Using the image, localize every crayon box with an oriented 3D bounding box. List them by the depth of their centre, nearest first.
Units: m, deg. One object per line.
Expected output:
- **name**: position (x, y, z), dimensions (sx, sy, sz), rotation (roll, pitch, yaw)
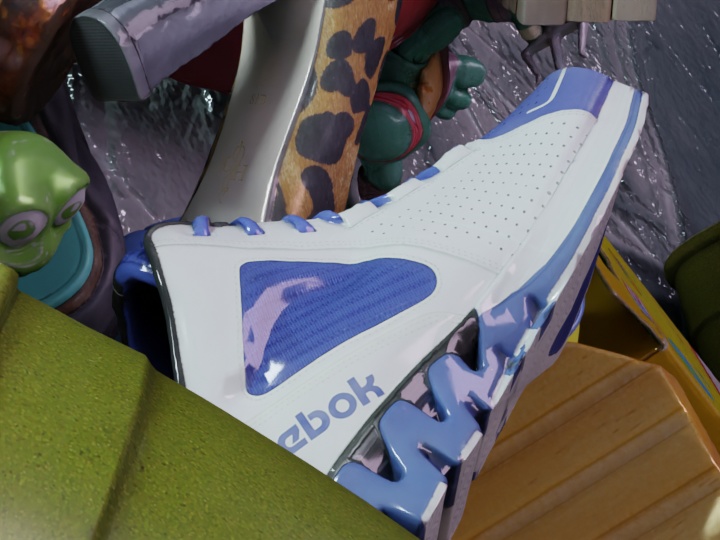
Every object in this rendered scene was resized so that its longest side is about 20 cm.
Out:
- **crayon box**: position (0.126, 0.057, 0.915), dimensions (0.200, 0.051, 0.127), rotation (50, 10, -28)

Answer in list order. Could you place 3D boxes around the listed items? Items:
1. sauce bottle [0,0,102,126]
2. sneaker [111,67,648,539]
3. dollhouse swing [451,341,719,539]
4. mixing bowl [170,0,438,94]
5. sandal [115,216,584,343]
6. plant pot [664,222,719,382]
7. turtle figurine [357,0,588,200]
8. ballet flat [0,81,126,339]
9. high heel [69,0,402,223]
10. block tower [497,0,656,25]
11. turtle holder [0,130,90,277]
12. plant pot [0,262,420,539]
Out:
- **sauce bottle**: position (-0.174, -0.119, 0.651), dimensions (0.200, 0.066, 0.066), rotation (29, 31, 1)
- **sneaker**: position (-0.003, 0.006, 0.601), dimensions (0.115, 0.081, 0.200), rotation (27, 57, 10)
- **dollhouse swing**: position (0.009, 0.118, 0.597), dimensions (0.181, 0.176, 0.200), rotation (14, 43, -50)
- **mixing bowl**: position (-0.035, -0.137, 0.831), dimensions (0.200, 0.199, 0.109), rotation (-65, 140, -57)
- **sandal**: position (0.000, 0.000, 0.768), dimensions (0.199, 0.087, 0.080), rotation (-5, 62, -24)
- **plant pot**: position (0.270, 0.069, 1.056), dimensions (0.200, 0.200, 0.194), rotation (10, 64, -52)
- **turtle figurine**: position (0.029, -0.077, 0.908), dimensions (0.100, 0.150, 0.200), rotation (30, 26, -9)
- **ballet flat**: position (-0.125, -0.051, 0.714), dimensions (0.073, 0.073, 0.200), rotation (12, 45, -52)
- **high heel**: position (-0.006, -0.030, 0.704), dimensions (0.142, 0.071, 0.201), rotation (-38, 127, -32)
- **block tower**: position (0.068, -0.147, 0.860), dimensions (0.054, 0.058, 0.200), rotation (-1, 20, -11)
- **turtle holder**: position (-0.172, -0.052, 0.565), dimensions (0.186, 0.132, 0.141), rotation (53, 28, -5)
- **plant pot**: position (-0.030, 0.129, 0.465), dimensions (0.192, 0.201, 0.201), rotation (24, 36, -8)
